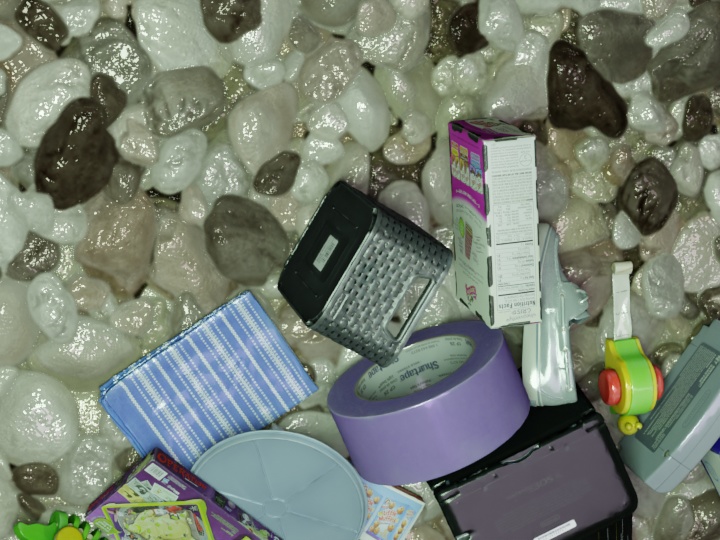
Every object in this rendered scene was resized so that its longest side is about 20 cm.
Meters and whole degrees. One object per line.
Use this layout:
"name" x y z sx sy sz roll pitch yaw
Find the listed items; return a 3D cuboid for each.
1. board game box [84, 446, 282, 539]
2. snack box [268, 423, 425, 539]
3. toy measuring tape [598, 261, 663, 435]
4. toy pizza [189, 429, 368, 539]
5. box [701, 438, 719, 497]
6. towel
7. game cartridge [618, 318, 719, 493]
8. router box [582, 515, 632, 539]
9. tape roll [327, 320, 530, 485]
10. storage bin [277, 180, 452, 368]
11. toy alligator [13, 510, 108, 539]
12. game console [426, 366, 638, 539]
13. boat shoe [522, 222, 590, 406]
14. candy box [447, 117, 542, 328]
"board game box" -0.182 0.284 1.677 0.200 0.032 0.120 40 113 -19
"snack box" -0.029 0.245 1.730 0.200 0.024 0.072 29 95 -18
"toy measuring tape" 0.305 0.093 1.752 0.073 0.074 0.200 -5 104 -12
"toy pizza" -0.091 0.248 1.684 0.200 0.032 0.200 2 121 3
"box" 0.515 0.219 1.814 0.200 0.105 0.184 -32 107 -4
"towel" -0.163 0.130 1.672 0.200 0.024 0.145 -34 109 -4
"game cartridge" 0.372 0.153 1.749 0.042 0.133 0.200 34 94 -18
"router box" 0.255 0.373 1.771 0.149 0.051 0.200 -20 113 -51
"tape roll" 0.072 0.137 1.638 0.200 0.200 0.085 -26 108 -7
"storage bin" 0.000 0.000 1.587 0.094 0.200 0.135 29 95 -18
"toy alligator" -0.280 0.310 1.673 0.200 0.059 0.054 37 52 -18
"game console" 0.174 0.217 1.709 0.200 0.116 0.176 -26 98 -4
"boat shoe" 0.215 0.048 1.695 0.071 0.070 0.201 1 83 10
"candy box" 0.142 -0.052 1.644 0.061 0.136 0.200 -6 105 -11
